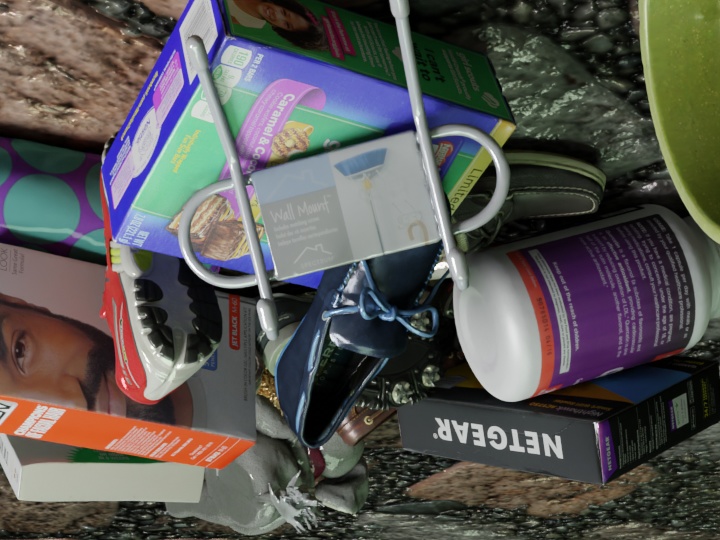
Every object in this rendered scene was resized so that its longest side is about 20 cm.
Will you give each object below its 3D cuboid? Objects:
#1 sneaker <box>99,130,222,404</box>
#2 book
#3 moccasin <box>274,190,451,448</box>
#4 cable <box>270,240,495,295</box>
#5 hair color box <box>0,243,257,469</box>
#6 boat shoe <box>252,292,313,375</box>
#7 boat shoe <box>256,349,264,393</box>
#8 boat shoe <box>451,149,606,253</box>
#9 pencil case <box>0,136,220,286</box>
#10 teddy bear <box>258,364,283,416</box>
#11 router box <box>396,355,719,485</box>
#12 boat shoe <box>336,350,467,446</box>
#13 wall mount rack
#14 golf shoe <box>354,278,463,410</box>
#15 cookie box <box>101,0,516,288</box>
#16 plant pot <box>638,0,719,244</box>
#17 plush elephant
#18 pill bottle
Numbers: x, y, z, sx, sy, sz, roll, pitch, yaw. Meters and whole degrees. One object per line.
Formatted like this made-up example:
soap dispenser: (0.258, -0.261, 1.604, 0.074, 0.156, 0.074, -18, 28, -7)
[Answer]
sneaker: (-0.144, -0.005, 1.094, 0.076, 0.201, 0.085, 14, 138, -28)
book: (-0.208, 0.116, 1.245, 0.132, 0.049, 0.200, 3, -163, -26)
moccasin: (0.009, 0.032, 1.057, 0.080, 0.069, 0.201, 8, 129, -21)
cable: (0.000, 0.000, 1.277, 0.199, 0.051, 0.097, -19, 170, 30)
hair color box: (-0.170, 0.060, 1.143, 0.198, 0.112, 0.064, 12, 149, -26)
boat shoe: (-0.011, 0.041, 1.362, 0.199, 0.062, 0.073, -4, 132, -45)
boat shoe: (-0.154, 0.029, 1.269, 0.199, 0.072, 0.060, 35, 140, -4)
boat shoe: (0.072, -0.043, 1.179, 0.198, 0.065, 0.073, -1, 158, 6)
pencil case: (-0.191, -0.035, 1.173, 0.198, 0.086, 0.093, 10, 137, -21)
teddy bear: (-0.071, 0.082, 1.397, 0.199, 0.145, 0.067, 12, 112, -47)
router box: (0.147, 0.101, 1.261, 0.148, 0.052, 0.199, -20, -164, -42)
boat shoe: (0.050, 0.083, 1.353, 0.199, 0.071, 0.071, -23, 155, -31)
wall mount rack: (-0.016, -0.061, 0.955, 0.198, 0.176, 0.075, -14, -172, 0)
golf shoe: (0.031, 0.049, 1.279, 0.088, 0.078, 0.199, 7, -158, 44)
cookie box: (-0.034, -0.076, 1.039, 0.198, 0.076, 0.172, 13, 131, -28)
plant pot: (0.270, -0.127, 0.894, 0.188, 0.202, 0.200, -10, 157, -9)
plush elephant: (-0.067, 0.158, 1.541, 0.199, 0.166, 0.154, 21, -148, 37)
pill bottle: (0.174, 0.018, 1.224, 0.198, 0.113, 0.113, -14, 159, -18)
